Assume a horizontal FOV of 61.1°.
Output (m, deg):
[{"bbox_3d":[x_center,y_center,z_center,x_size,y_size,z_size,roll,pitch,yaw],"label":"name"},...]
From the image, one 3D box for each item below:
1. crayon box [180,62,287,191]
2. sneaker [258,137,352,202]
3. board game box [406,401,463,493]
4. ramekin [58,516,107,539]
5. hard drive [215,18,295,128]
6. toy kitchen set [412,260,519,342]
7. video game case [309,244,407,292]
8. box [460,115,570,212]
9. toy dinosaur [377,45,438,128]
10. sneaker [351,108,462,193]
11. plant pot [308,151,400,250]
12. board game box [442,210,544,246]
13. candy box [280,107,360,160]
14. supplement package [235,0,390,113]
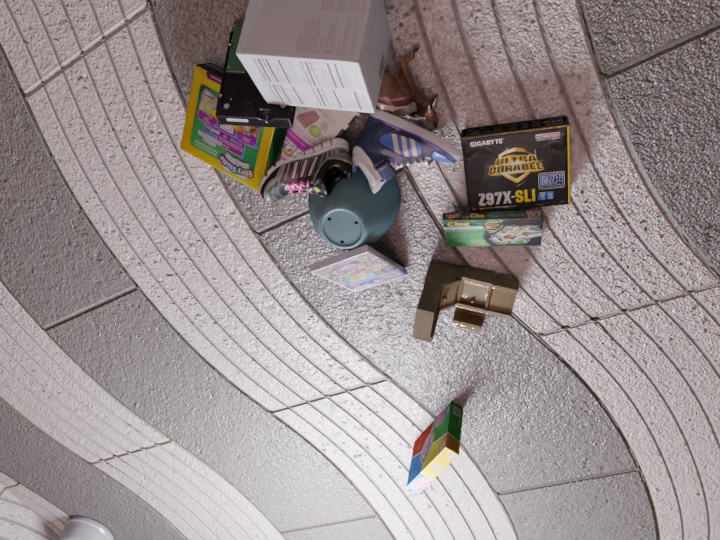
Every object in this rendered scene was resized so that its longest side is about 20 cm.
[{"bbox_3d":[-0.243,-0.277,1.182,0.198,0.058,0.175,29,120,13],"label":"crayon box"},{"bbox_3d":[-0.099,-0.175,1.163,0.197,0.088,0.074,-26,153,0],"label":"sneaker"},{"bbox_3d":[0.193,0.459,1.577,0.040,0.154,0.201,28,125,-6],"label":"board game box"},{"bbox_3d":[-1.045,1.032,2.306,0.198,0.095,0.205,6,125,9],"label":"ramekin"},{"bbox_3d":[-0.177,-0.356,1.098,0.137,0.204,0.038,3,165,6],"label":"hard drive"},{"bbox_3d":[0.222,0.112,1.315,0.196,0.181,0.165,12,127,10],"label":"toy kitchen set"},{"bbox_3d":[0.000,0.000,1.320,0.141,0.018,0.199,-19,158,23],"label":"video game case"},{"bbox_3d":[0.298,-0.199,1.169,0.196,0.050,0.162,-3,124,16],"label":"box"},{"bbox_3d":[0.064,-0.314,1.088,0.086,0.197,0.138,-40,68,58],"label":"toy dinosaur"},{"bbox_3d":[0.079,-0.206,1.169,0.197,0.081,0.148,26,100,5],"label":"sneaker"},{"bbox_3d":[-0.023,-0.120,1.248,0.196,0.136,0.203,6,125,9],"label":"plant pot"},{"bbox_3d":[0.269,-0.084,1.243,0.196,0.024,0.105,0,153,12],"label":"board game box"},{"bbox_3d":[-0.105,-0.295,1.193,0.136,0.061,0.199,43,124,-13],"label":"candy box"},{"bbox_3d":[-0.068,-0.366,0.981,0.196,0.155,0.151,9,167,14],"label":"supplement package"}]
